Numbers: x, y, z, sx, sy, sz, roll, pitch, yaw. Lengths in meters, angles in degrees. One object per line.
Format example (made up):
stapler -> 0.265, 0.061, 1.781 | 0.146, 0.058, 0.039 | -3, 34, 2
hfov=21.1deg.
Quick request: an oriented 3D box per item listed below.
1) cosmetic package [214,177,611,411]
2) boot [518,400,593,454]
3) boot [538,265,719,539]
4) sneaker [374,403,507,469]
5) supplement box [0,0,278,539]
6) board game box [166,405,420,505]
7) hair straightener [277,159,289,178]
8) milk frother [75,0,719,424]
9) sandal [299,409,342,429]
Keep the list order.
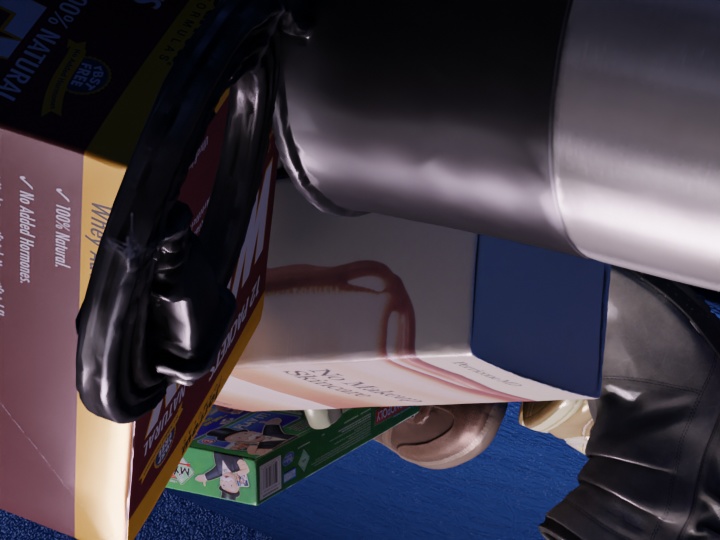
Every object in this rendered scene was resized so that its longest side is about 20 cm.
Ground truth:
cosmetic package -> -0.001, 0.011, 0.849 | 0.200, 0.088, 0.103 | -7, 162, 40
boot -> 0.165, 0.077, 1.021 | 0.154, 0.072, 0.200 | 20, 173, 5
boot -> 0.117, 0.070, 0.885 | 0.200, 0.131, 0.068 | 34, 168, -8
sneaker -> 0.014, 0.086, 1.319 | 0.075, 0.071, 0.200 | 30, 165, -32
supplement box -> -0.143, -0.035, 0.704 | 0.199, 0.133, 0.198 | 19, 136, 9
board game box -> -0.067, 0.087, 1.148 | 0.134, 0.029, 0.200 | 6, -166, 28
hair straightener -> -0.018, -0.046, 0.859 | 0.077, 0.041, 0.200 | 16, 167, 24
milk frother -> 0.058, -0.026, 0.443 | 0.188, 0.200, 0.181 | 14, 162, 27
sandal -> -0.076, 0.041, 1.129 | 0.080, 0.057, 0.201 | 60, 168, -28
